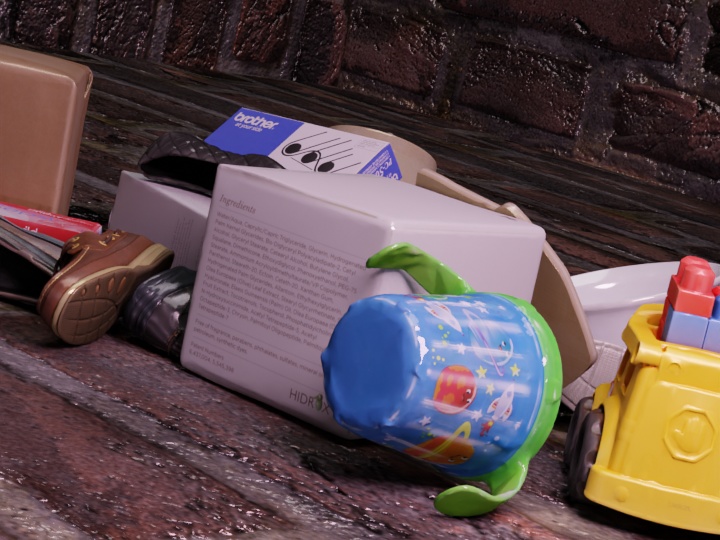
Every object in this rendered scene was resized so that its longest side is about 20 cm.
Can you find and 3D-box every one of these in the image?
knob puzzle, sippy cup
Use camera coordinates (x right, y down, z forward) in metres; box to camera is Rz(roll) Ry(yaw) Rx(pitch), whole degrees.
[{"bbox_3d":[0.122,0.025,1.646,0.219,0.220,0.030,21,38,39],"label":"knob puzzle"},{"bbox_3d":[0.048,0.073,1.357,0.130,0.140,0.178,14,15,-44],"label":"sippy cup"}]

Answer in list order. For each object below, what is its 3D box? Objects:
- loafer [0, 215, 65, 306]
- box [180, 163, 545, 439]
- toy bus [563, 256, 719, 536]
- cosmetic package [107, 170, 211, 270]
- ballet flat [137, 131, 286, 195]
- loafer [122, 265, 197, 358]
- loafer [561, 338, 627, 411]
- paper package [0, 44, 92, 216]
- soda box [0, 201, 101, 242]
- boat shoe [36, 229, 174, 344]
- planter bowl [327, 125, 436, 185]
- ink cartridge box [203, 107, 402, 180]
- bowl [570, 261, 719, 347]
[{"bbox_3d":[-0.322,-0.014,1.653,0.199,0.072,0.063,16,16,4],"label":"loafer"},{"bbox_3d":[0.001,0.021,1.555,0.200,0.172,0.199,21,13,39],"label":"box"},{"bbox_3d":[0.235,0.084,1.453,0.135,0.193,0.200,11,8,1],"label":"toy bus"},{"bbox_3d":[-0.158,-0.019,1.793,0.074,0.102,0.200,8,12,-33],"label":"cosmetic package"},{"bbox_3d":[-0.118,-0.076,1.771,0.200,0.067,0.057,20,50,38],"label":"ballet flat"},{"bbox_3d":[-0.106,0.025,1.648,0.072,0.073,0.200,41,45,23],"label":"loafer"},{"bbox_3d":[0.242,0.109,1.691,0.199,0.072,0.063,20,0,-7],"label":"loafer"},{"bbox_3d":[-0.362,-0.115,1.800,0.199,0.191,0.103,12,12,-3],"label":"paper package"},{"bbox_3d":[-0.333,-0.028,1.727,0.199,0.064,0.070,12,10,-1],"label":"soda box"},{"bbox_3d":[-0.219,0.008,1.590,0.067,0.072,0.200,31,17,8],"label":"boat shoe"},{"bbox_3d":[0.002,-0.060,1.930,0.200,0.135,0.200,16,-14,4],"label":"planter bowl"},{"bbox_3d":[-0.066,-0.094,1.834,0.200,0.044,0.094,17,50,42],"label":"ink cartridge box"},{"bbox_3d":[0.251,0.055,1.846,0.200,0.091,0.201,-9,7,1],"label":"bowl"}]
